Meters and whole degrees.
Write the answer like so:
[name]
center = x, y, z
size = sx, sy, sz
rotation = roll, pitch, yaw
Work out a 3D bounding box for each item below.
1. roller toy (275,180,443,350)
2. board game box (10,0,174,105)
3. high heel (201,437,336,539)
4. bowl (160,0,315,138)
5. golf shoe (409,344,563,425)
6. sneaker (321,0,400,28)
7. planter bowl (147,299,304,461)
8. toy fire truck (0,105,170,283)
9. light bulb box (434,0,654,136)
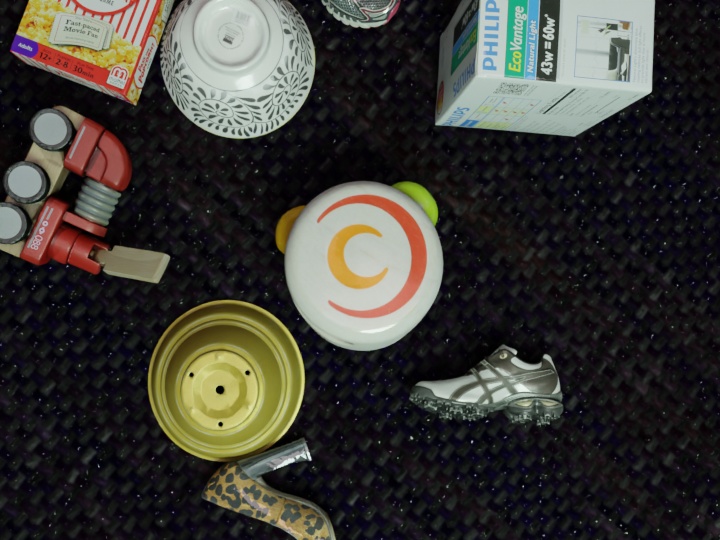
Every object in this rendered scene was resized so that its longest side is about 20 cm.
[roller toy]
center = 0.000, 0.000, 0.792
size = 0.196, 0.140, 0.186
rotation = -7, 79, -3
[board game box]
center = -0.314, -0.327, 0.810
size = 0.149, 0.046, 0.204
rotation = 19, 87, 0
[high heel]
center = -0.104, 0.322, 0.806
size = 0.140, 0.072, 0.203
rotation = -18, 77, -10
[bowl]
center = -0.152, -0.271, 0.805
size = 0.196, 0.094, 0.205
rotation = 0, 90, -6
[golf shoe]
center = 0.158, 0.143, 0.846
size = 0.196, 0.078, 0.096
rotation = 5, 71, -7
[sneaker]
center = -0.037, -0.381, 0.828
size = 0.198, 0.075, 0.081
rotation = 34, 86, -4
[planter bowl]
center = -0.165, 0.138, 0.801
size = 0.196, 0.083, 0.205
rotation = 0, 88, -5
[toy fire truck]
center = -0.310, -0.073, 0.782
size = 0.197, 0.128, 0.179
rotation = 26, 86, -16
[light bulb box]
center = 0.206, -0.249, 0.787
size = 0.196, 0.198, 0.128
rotation = 4, 87, -6
